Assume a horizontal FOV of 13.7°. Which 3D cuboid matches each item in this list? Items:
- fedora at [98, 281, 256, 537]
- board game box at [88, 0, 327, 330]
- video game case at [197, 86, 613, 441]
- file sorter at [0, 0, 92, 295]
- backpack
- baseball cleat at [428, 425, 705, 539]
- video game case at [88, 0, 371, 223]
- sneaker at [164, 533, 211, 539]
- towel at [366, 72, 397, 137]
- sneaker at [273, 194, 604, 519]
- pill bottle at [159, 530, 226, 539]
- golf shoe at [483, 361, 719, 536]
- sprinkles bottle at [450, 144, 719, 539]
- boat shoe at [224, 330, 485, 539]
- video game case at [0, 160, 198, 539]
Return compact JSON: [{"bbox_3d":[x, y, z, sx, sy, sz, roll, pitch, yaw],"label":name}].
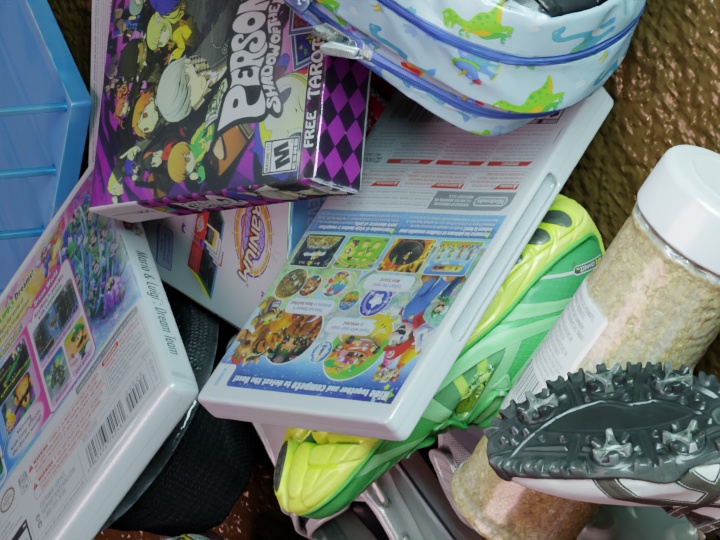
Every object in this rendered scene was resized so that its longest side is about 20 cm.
[{"bbox_3d":[-0.115,0.089,1.665,0.092,0.201,0.200,35,153,-27],"label":"fedora"},{"bbox_3d":[-0.077,-0.059,1.584,0.200,0.040,0.153,31,125,47],"label":"board game box"},{"bbox_3d":[0.020,-0.009,1.410,0.143,0.200,0.018,4,144,50],"label":"video game case"},{"bbox_3d":[-0.242,-0.059,1.716,0.139,0.122,0.200,-118,32,-41],"label":"file sorter"},{"bbox_3d":[0.040,-0.157,1.344,0.200,0.163,0.154,27,134,25],"label":"backpack"},{"bbox_3d":[0.102,0.117,1.474,0.200,0.070,0.107,56,148,30],"label":"baseball cleat"},{"bbox_3d":[-0.060,-0.130,1.488,0.181,0.036,0.200,-5,76,49],"label":"video game case"},{"bbox_3d":[-0.081,0.174,1.580,0.200,0.078,0.082,-8,64,32],"label":"sneaker"},{"bbox_3d":[0.000,0.000,1.566,0.145,0.022,0.200,53,140,18],"label":"towel"},{"bbox_3d":[0.045,0.053,1.409,0.084,0.200,0.074,51,174,-27],"label":"sneaker"},{"bbox_3d":[-0.042,0.223,1.655,0.200,0.111,0.111,32,130,38],"label":"pill bottle"},{"bbox_3d":[0.155,0.090,1.304,0.078,0.200,0.095,-88,-8,-54],"label":"golf shoe"},{"bbox_3d":[0.116,0.040,1.357,0.068,0.068,0.200,46,118,26],"label":"sprinkles bottle"},{"bbox_3d":[-0.010,0.116,1.572,0.200,0.066,0.072,53,138,1],"label":"boat shoe"},{"bbox_3d":[-0.164,0.071,1.603,0.200,0.024,0.182,-53,38,27],"label":"video game case"}]
